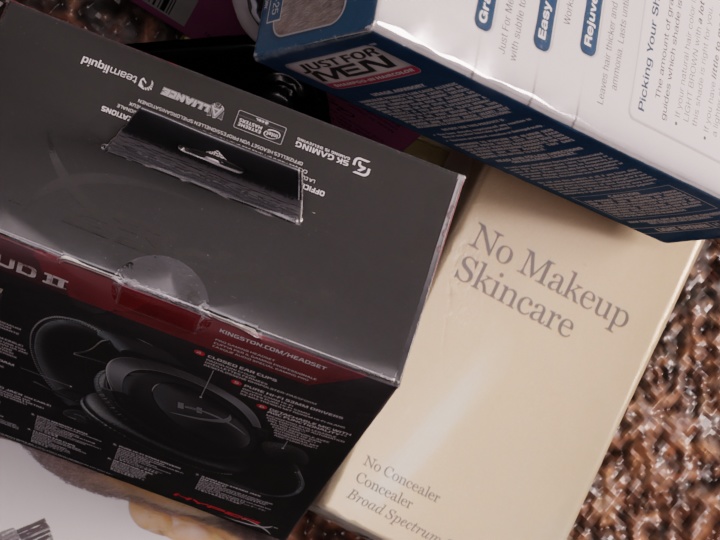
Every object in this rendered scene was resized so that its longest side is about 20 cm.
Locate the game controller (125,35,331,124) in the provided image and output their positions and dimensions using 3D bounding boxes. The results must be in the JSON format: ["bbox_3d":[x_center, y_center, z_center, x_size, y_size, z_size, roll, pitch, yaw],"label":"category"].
[{"bbox_3d":[-0.106,-0.030,0.777,0.198,0.042,0.105,-4,100,8],"label":"game controller"}]

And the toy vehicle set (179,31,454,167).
[{"bbox_3d":[0.000,0.000,0.838,0.199,0.027,0.125,22,83,-10],"label":"toy vehicle set"}]

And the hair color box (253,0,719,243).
[{"bbox_3d":[0.065,-0.085,0.688,0.199,0.060,0.101,22,72,-39],"label":"hair color box"}]

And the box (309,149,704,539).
[{"bbox_3d":[0.059,0.017,0.796,0.095,0.078,0.201,26,82,-9],"label":"box"}]

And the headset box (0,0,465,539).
[{"bbox_3d":[-0.063,0.005,0.674,0.148,0.200,0.078,20,64,-4],"label":"headset box"}]

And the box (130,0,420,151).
[{"bbox_3d":[-0.006,-0.178,0.798,0.175,0.097,0.201,30,74,-8],"label":"box"}]

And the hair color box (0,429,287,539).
[{"bbox_3d":[-0.127,0.083,0.770,0.199,0.065,0.110,14,59,-13],"label":"hair color box"}]

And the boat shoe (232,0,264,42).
[{"bbox_3d":[-0.017,-0.174,0.708,0.071,0.068,0.202,2,80,-14],"label":"boat shoe"}]
